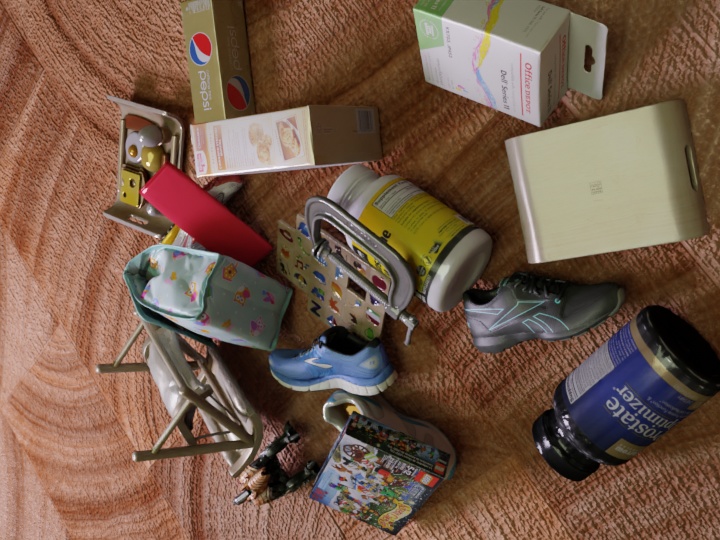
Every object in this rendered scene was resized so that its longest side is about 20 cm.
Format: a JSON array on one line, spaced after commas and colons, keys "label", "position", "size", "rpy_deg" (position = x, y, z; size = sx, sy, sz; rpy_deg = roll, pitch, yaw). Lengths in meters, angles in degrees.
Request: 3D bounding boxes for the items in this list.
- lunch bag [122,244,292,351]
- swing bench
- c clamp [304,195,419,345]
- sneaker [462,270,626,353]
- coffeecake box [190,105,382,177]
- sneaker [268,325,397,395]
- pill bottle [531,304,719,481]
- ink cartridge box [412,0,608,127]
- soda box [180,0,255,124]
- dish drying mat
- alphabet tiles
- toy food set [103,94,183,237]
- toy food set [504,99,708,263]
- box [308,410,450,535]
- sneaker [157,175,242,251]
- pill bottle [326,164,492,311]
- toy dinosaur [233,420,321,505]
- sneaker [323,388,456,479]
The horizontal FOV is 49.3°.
[{"label": "lunch bag", "position": [-0.232, 0.040, 1.151], "size": [0.199, 0.170, 0.123], "rpy_deg": [6, 74, 37]}, {"label": "swing bench", "position": [-0.254, 0.182, 1.168], "size": [0.130, 0.199, 0.199], "rpy_deg": [-53, 48, 10]}, {"label": "c clamp", "position": [0.000, 0.000, 0.966], "size": [0.200, 0.027, 0.171], "rpy_deg": [42, 155, 11]}, {"label": "sneaker", "position": [0.204, 0.040, 0.908], "size": [0.199, 0.075, 0.080], "rpy_deg": [-19, 101, 36]}, {"label": "coffeecake box", "position": [-0.096, -0.168, 1.030], "size": [0.199, 0.153, 0.074], "rpy_deg": [-1, 99, 34]}, {"label": "sneaker", "position": [-0.045, 0.116, 1.096], "size": [0.199, 0.079, 0.090], "rpy_deg": [-3, 111, 29]}, {"label": "pill bottle", "position": [0.284, 0.141, 0.859], "size": [0.112, 0.112, 0.200], "rpy_deg": [49, 122, 16]}, {"label": "ink cartridge box", "position": [0.162, -0.235, 0.856], "size": [0.199, 0.067, 0.117], "rpy_deg": [28, 159, 27]}, {"label": "soda box", "position": [-0.202, -0.287, 1.131], "size": [0.064, 0.068, 0.202], "rpy_deg": [1, 101, 35]}, {"label": "dish drying mat", "position": [-0.226, -0.074, 1.154], "size": [0.200, 0.018, 0.077], "rpy_deg": [40, 116, -22]}, {"label": "alphabet tiles", "position": [-0.043, 0.017, 1.084], "size": [0.199, 0.008, 0.168], "rpy_deg": [36, 141, 24]}, {"label": "toy food set", "position": [-0.359, -0.168, 1.261], "size": [0.143, 0.060, 0.202], "rpy_deg": [19, 110, 30]}, {"label": "toy food set", "position": [0.264, -0.093, 0.864], "size": [0.199, 0.060, 0.145], "rpy_deg": [-10, 93, 28]}, {"label": "box", "position": [0.020, 0.274, 1.040], "size": [0.136, 0.038, 0.201], "rpy_deg": [24, 138, 0]}, {"label": "sneaker", "position": [-0.236, -0.070, 1.209], "size": [0.082, 0.078, 0.200], "rpy_deg": [38, 118, -8]}, {"label": "pill bottle", "position": [0.055, -0.047, 0.977], "size": [0.199, 0.112, 0.113], "rpy_deg": [36, 118, 24]}, {"label": "toy dinosaur", "position": [-0.130, 0.309, 1.161], "size": [0.103, 0.135, 0.200], "rpy_deg": [59, 168, -8]}, {"label": "sneaker", "position": [0.038, 0.228, 1.067], "size": [0.199, 0.081, 0.077], "rpy_deg": [28, 113, 25]}]
